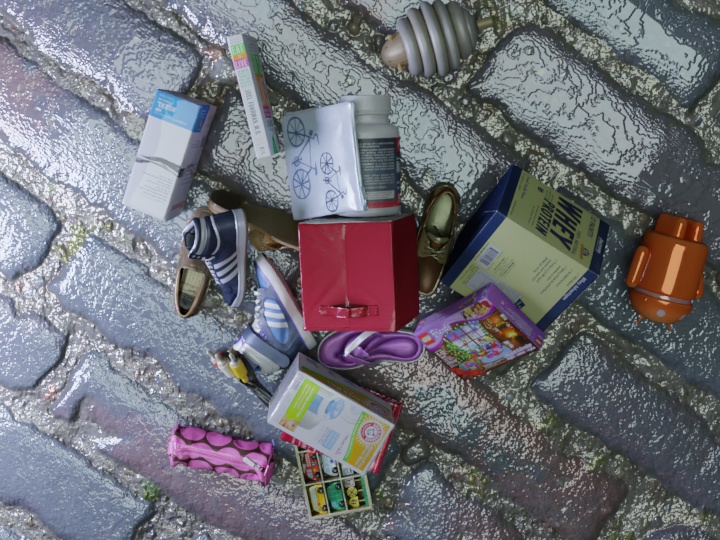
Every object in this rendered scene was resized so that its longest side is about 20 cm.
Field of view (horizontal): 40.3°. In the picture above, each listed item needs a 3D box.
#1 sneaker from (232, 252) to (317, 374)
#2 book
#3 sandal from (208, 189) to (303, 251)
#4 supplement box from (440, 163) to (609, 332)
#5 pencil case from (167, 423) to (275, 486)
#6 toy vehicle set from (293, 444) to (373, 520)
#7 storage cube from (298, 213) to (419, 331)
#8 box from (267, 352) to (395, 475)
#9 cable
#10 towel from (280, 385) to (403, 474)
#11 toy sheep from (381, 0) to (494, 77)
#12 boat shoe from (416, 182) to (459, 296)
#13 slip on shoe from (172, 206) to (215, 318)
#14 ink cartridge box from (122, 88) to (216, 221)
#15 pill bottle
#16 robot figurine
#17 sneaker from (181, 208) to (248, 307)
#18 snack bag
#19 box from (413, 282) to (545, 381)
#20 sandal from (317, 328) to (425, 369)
[{"bbox_3d":[-0.182,0.088,1.754,0.145,0.081,0.202,-29,103,0],"label":"sneaker"},{"bbox_3d":[-0.183,-0.294,1.669,0.047,0.134,0.203,-13,99,2],"label":"book"},{"bbox_3d":[-0.178,-0.070,1.749,0.209,0.078,0.070,25,130,3],"label":"sandal"},{"bbox_3d":[0.278,-0.028,1.663,0.198,0.135,0.201,31,135,-5],"label":"supplement box"},{"bbox_3d":[-0.255,0.336,1.787,0.196,0.094,0.092,10,99,0],"label":"pencil case"},{"bbox_3d":[-0.054,0.355,1.822,0.122,0.027,0.204,-11,99,2],"label":"toy vehicle set"},{"bbox_3d":[0.000,0.000,1.675,0.168,0.200,0.183,-1,98,16],"label":"storage cube"},{"bbox_3d":[-0.050,0.250,1.714,0.198,0.101,0.113,31,100,-9],"label":"box"},{"bbox_3d":[-0.208,0.206,1.768,0.050,0.096,0.201,-50,126,-28],"label":"cable"},{"bbox_3d":[-0.036,0.275,1.785,0.197,0.022,0.147,20,98,-4],"label":"towel"},{"bbox_3d":[0.129,-0.393,1.652,0.197,0.138,0.140,-22,98,3],"label":"toy sheep"},{"bbox_3d":[0.128,-0.054,1.734,0.074,0.074,0.204,10,99,-1],"label":"boat shoe"},{"bbox_3d":[-0.294,-0.012,1.750,0.075,0.061,0.203,17,99,-2],"label":"slip on shoe"},{"bbox_3d":[-0.325,-0.199,1.678,0.082,0.145,0.203,19,99,-2],"label":"ink cartridge box"},{"bbox_3d":[0.011,-0.199,1.689,0.117,0.120,0.204,-1,99,1],"label":"pill bottle"},{"bbox_3d":[0.541,0.005,1.720,0.115,0.143,0.203,18,100,27],"label":"robot figurine"},{"bbox_3d":[-0.255,-0.016,1.704,0.107,0.070,0.202,-8,130,-20],"label":"sneaker"},{"bbox_3d":[-0.062,-0.188,1.670,0.021,0.198,0.192,-9,94,-42],"label":"snack bag"},{"bbox_3d":[0.204,0.112,1.706,0.137,0.039,0.199,42,139,-14],"label":"box"},{"bbox_3d":[0.019,0.138,1.776,0.199,0.050,0.084,-6,99,2],"label":"sandal"}]
